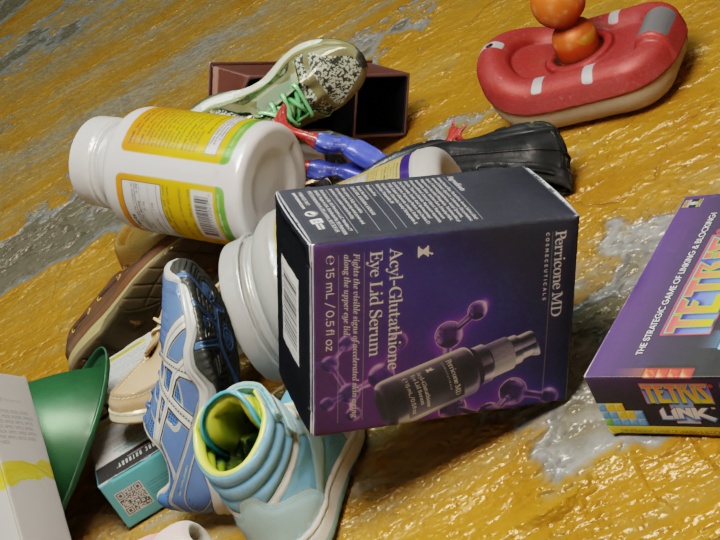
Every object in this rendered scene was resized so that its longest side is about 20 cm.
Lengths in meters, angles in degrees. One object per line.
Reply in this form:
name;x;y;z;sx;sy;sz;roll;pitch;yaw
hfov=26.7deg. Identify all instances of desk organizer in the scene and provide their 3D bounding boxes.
desk organizer;-0.051;-0.172;1.541;0.198;0.073;0.077;-6;18;-34

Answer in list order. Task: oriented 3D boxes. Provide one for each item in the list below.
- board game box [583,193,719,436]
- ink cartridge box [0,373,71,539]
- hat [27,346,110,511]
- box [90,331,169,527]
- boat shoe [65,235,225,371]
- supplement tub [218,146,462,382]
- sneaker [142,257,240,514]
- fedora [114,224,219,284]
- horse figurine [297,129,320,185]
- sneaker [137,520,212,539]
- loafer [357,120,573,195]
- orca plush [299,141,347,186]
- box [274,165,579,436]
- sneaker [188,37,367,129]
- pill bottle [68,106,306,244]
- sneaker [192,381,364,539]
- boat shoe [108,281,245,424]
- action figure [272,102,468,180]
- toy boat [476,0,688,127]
board game box;0.266;0.023;1.030;0.164;0.057;0.200;-3;38;40
ink cartridge box;-0.306;0.193;1.157;0.144;0.202;0.083;-23;-15;15
hat;-0.321;0.129;1.245;0.165;0.175;0.202;-34;38;60
box;-0.189;0.131;1.304;0.082;0.049;0.200;-31;28;-1
boat shoe;-0.208;0.020;1.423;0.200;0.072;0.068;-45;45;13
supplement tub;0.000;0.000;1.231;0.198;0.146;0.146;-22;29;17
sneaker;-0.135;0.091;1.171;0.076;0.202;0.076;-12;-8;17
fedora;-0.181;-0.026;1.518;0.199;0.082;0.201;-23;29;14
horse figurine;-0.077;-0.050;1.407;0.132;0.050;0.201;-26;50;-8
sneaker;-0.140;0.244;1.041;0.104;0.076;0.201;-30;23;13
loafer;0.088;-0.075;1.305;0.198;0.068;0.071;-13;65;-11
orca plush;-0.063;-0.088;1.560;0.200;0.104;0.072;43;120;51
box;0.045;0.018;1.079;0.198;0.150;0.104;-8;25;-14
sneaker;-0.079;-0.143;1.424;0.199;0.077;0.089;-28;30;16
pill bottle;-0.158;-0.086;1.351;0.198;0.112;0.111;10;45;30
sneaker;-0.061;0.112;1.124;0.079;0.131;0.201;-22;28;18
boat shoe;-0.143;0.057;1.269;0.073;0.070;0.200;1;27;37
action figure;0.021;-0.107;1.390;0.198;0.066;0.099;22;42;2
toy boat;0.196;-0.216;1.410;0.198;0.131;0.131;-10;33;33
